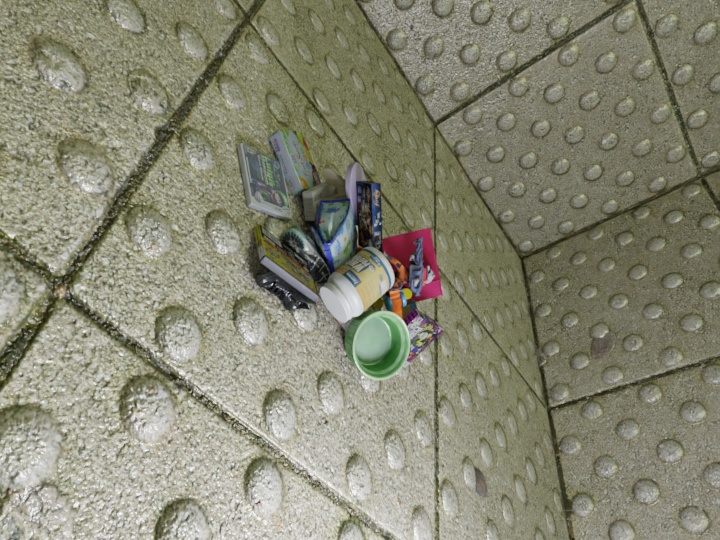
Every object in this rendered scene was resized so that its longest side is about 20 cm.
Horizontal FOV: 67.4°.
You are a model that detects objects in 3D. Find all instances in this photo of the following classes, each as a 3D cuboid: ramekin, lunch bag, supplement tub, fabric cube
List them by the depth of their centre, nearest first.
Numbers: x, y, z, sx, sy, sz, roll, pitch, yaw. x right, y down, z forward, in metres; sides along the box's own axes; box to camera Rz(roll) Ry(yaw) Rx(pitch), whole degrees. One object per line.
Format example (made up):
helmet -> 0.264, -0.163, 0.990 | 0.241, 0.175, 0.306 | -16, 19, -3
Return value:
supplement tub -> -0.009, 0.042, 1.591 | 0.199, 0.144, 0.147 | -38, 103, -25
ramekin -> 0.046, 0.218, 1.632 | 0.194, 0.097, 0.208 | -2, 94, -25
lunch bag -> -0.078, -0.089, 1.658 | 0.173, 0.123, 0.204 | 76, 14, -46
fabric cube -> 0.190, -0.007, 1.985 | 0.201, 0.190, 0.206 | 61, 17, -69

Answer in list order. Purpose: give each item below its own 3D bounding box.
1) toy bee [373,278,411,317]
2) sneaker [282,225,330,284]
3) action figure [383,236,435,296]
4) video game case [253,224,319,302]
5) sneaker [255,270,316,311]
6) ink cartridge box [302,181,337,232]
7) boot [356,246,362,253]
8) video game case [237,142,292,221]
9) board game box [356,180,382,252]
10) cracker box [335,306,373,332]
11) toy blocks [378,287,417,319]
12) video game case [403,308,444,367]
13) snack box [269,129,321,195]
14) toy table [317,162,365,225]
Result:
toy bee -> 0.110, 0.072, 1.743 | 0.127, 0.204, 0.110 | 0, 42, -26
sneaker -> -0.149, -0.053, 1.620 | 0.202, 0.076, 0.087 | 55, 26, -20
action figure -> 0.164, -0.011, 1.840 | 0.105, 0.187, 0.207 | 85, 18, -74
video game case -> -0.202, -0.021, 1.464 | 0.199, 0.025, 0.182 | 40, 13, -32
sneaker -> -0.198, 0.060, 1.457 | 0.198, 0.059, 0.107 | 3, 61, -63
ink cartridge box -> -0.120, -0.195, 1.801 | 0.200, 0.043, 0.182 | -39, 128, -58
boot -> 0.000, 0.000, 1.784 | 0.197, 0.074, 0.166 | -7, 44, -48
video game case -> -0.282, -0.260, 1.604 | 0.180, 0.023, 0.206 | 18, 53, -56
board game box -> 0.027, -0.169, 1.667 | 0.135, 0.033, 0.207 | -150, -125, -67
cracker box -> -0.001, 0.161, 1.729 | 0.202, 0.057, 0.135 | 56, 29, -20
toy blocks -> 0.137, 0.145, 1.850 | 0.100, 0.132, 0.206 | -126, -160, -78
video game case -> 0.166, 0.232, 1.824 | 0.180, 0.200, 0.036 | 31, 18, -47
snack box -> -0.210, -0.355, 1.775 | 0.141, 0.052, 0.206 | -21, 89, -62
toy table -> -0.051, -0.248, 1.759 | 0.183, 0.114, 0.207 | -34, 123, -60
